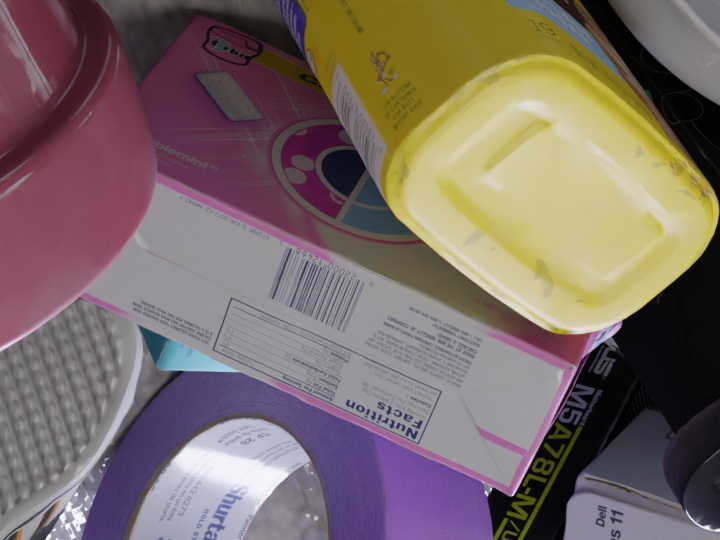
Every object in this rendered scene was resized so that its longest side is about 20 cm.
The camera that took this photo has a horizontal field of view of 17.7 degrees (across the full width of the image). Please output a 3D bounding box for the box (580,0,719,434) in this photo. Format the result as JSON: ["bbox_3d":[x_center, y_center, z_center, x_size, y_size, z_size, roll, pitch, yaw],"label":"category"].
[{"bbox_3d":[0.167,-0.039,0.929,0.148,0.200,0.124,-9,134,-20],"label":"box"}]

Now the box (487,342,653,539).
[{"bbox_3d":[0.101,0.153,1.112,0.193,0.047,0.200,-55,148,-32],"label":"box"}]

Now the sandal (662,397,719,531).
[{"bbox_3d":[0.201,0.033,0.834,0.200,0.043,0.076,-42,136,14],"label":"sandal"}]

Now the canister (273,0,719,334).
[{"bbox_3d":[0.031,-0.085,0.811,0.087,0.200,0.149,-40,137,14],"label":"canister"}]

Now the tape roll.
[{"bbox_3d":[-0.038,0.134,0.986,0.066,0.200,0.200,21,119,-40],"label":"tape roll"}]

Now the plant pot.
[{"bbox_3d":[-0.181,-0.079,0.727,0.200,0.200,0.179,-22,121,-8],"label":"plant pot"}]

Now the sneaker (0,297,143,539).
[{"bbox_3d":[-0.159,0.086,0.973,0.200,0.078,0.079,-53,177,7],"label":"sneaker"}]

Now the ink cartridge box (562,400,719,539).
[{"bbox_3d":[0.166,0.129,1.081,0.200,0.083,0.147,-35,136,-53],"label":"ink cartridge box"}]

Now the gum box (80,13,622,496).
[{"bbox_3d":[0.001,-0.007,0.860,0.200,0.114,0.066,25,125,4],"label":"gum box"}]

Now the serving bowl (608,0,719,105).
[{"bbox_3d":[0.152,-0.135,0.857,0.200,0.200,0.066,1,160,-29],"label":"serving bowl"}]

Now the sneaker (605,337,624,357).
[{"bbox_3d":[0.167,0.006,1.033,0.200,0.075,0.081,-22,141,-63],"label":"sneaker"}]

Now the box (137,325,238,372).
[{"bbox_3d":[0.000,0.000,0.965,0.200,0.082,0.049,2,129,-30],"label":"box"}]
